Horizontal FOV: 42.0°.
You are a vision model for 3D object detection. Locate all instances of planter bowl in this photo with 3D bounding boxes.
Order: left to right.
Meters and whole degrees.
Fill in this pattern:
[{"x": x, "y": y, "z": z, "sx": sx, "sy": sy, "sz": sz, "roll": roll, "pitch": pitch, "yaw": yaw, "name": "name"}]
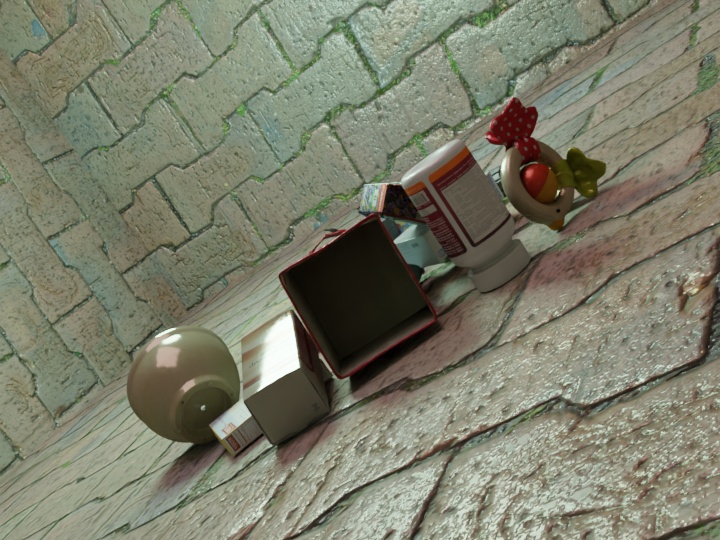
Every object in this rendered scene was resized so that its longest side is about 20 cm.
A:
[{"x": -0.289, "y": 0.216, "z": 1.621, "sx": 0.199, "sy": 0.202, "sz": 0.134, "roll": -37, "pitch": 36, "yaw": -13, "name": "planter bowl"}]

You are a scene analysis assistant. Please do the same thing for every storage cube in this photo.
[{"x": -0.004, "y": 0.033, "z": 1.397, "sx": 0.170, "sy": 0.202, "sz": 0.180, "roll": -31, "pitch": 4, "yaw": 2, "name": "storage cube"}]

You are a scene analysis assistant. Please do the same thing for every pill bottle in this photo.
[{"x": 0.153, "y": -0.076, "z": 1.343, "sx": 0.109, "sy": 0.201, "sz": 0.110, "roll": -34, "pitch": 9, "yaw": 6, "name": "pill bottle"}]

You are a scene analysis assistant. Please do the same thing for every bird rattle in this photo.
[{"x": 0.267, "y": -0.152, "z": 1.399, "sx": 0.112, "sy": 0.199, "sz": 0.165, "roll": -26, "pitch": 36, "yaw": 48, "name": "bird rattle"}]

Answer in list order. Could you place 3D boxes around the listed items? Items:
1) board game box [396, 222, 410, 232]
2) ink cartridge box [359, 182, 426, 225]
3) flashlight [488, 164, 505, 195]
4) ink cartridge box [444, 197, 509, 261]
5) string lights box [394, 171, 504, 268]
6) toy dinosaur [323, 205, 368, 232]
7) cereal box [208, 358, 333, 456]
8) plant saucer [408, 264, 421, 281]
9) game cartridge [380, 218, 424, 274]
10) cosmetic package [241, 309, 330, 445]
[{"x": 0.098, "y": -0.090, "z": 1.912, "sx": 0.104, "sy": 0.104, "sz": 0.200, "roll": -30, "pitch": 6, "yaw": -11, "name": "board game box"}, {"x": 0.076, "y": -0.103, "z": 1.484, "sx": 0.200, "sy": 0.107, "sz": 0.051, "roll": -164, "pitch": 86, "yaw": -74, "name": "ink cartridge box"}, {"x": 0.226, "y": -0.156, "z": 1.949, "sx": 0.199, "sy": 0.068, "sz": 0.068, "roll": -31, "pitch": 14, "yaw": 37, "name": "flashlight"}, {"x": 0.196, "y": -0.075, "z": 1.698, "sx": 0.145, "sy": 0.048, "sz": 0.200, "roll": -38, "pitch": 16, "yaw": -13, "name": "ink cartridge box"}, {"x": 0.150, "y": -0.085, "z": 1.619, "sx": 0.200, "sy": 0.059, "sz": 0.102, "roll": -43, "pitch": 16, "yaw": -31, "name": "string lights box"}, {"x": -0.024, "y": -0.040, "z": 1.812, "sx": 0.181, "sy": 0.105, "sz": 0.200, "roll": -45, "pitch": -8, "yaw": -15, "name": "toy dinosaur"}, {"x": -0.146, "y": 0.210, "z": 1.504, "sx": 0.199, "sy": 0.040, "sz": 0.144, "roll": -38, "pitch": 10, "yaw": -13, "name": "cereal box"}, {"x": 0.015, "y": 0.044, "z": 1.578, "sx": 0.197, "sy": 0.028, "sz": 0.200, "roll": -19, "pitch": -17, "yaw": -6, "name": "plant saucer"}, {"x": 0.000, "y": 0.000, "z": 1.676, "sx": 0.198, "sy": 0.131, "sz": 0.038, "roll": -31, "pitch": 10, "yaw": 8, "name": "game cartridge"}, {"x": -0.115, "y": 0.152, "z": 1.382, "sx": 0.102, "sy": 0.088, "sz": 0.200, "roll": -30, "pitch": 23, "yaw": 3, "name": "cosmetic package"}]
